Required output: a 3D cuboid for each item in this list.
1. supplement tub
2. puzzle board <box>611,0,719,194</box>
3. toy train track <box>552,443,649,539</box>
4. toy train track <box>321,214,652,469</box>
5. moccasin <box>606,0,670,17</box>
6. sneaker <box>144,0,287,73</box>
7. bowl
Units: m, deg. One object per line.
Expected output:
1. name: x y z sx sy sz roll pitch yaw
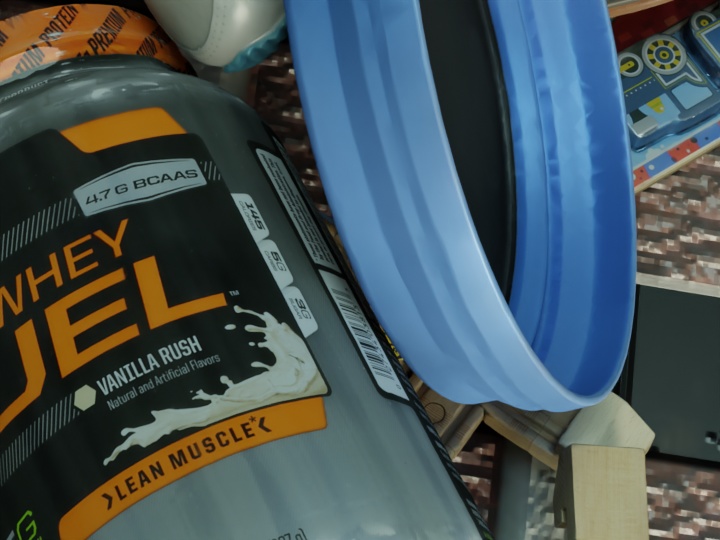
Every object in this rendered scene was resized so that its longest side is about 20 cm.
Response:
1. supplement tub: -0.053 0.034 0.757 0.122 0.123 0.200 -19 59 -17
2. puzzle board: 0.118 -0.126 0.967 0.200 0.017 0.151 -30 72 -21
3. toy train track: 0.069 0.150 0.815 0.115 0.033 0.200 5 68 -15
4. toy train track: 0.000 0.000 0.868 0.200 0.033 0.115 33 63 9
5. moccasin: 0.119 -0.138 0.925 0.201 0.078 0.074 -35 88 -3
6. sneaker: -0.081 -0.140 0.764 0.081 0.076 0.200 -24 85 -31
7. bowl: 0.028 -0.060 0.783 0.039 0.201 0.201 -10 62 18
